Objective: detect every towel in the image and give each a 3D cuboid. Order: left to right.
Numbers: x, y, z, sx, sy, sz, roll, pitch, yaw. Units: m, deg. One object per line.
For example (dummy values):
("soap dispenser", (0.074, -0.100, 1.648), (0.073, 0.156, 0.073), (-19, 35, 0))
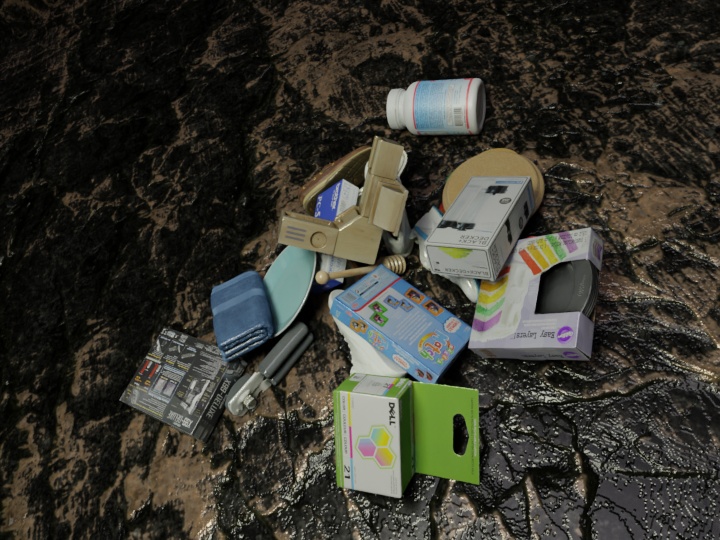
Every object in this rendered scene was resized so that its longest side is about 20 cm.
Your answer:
("towel", (-0.222, 0.079, 1.065), (0.109, 0.049, 0.201), (-25, 33, -3))

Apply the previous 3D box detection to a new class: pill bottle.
("pill bottle", (0.159, -0.343, 1.201), (0.195, 0.110, 0.111), (6, 59, 24))

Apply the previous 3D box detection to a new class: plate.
("plate", (-0.138, 0.037, 1.071), (0.199, 0.025, 0.204), (-35, 39, 35))

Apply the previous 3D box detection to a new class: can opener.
("can opener", (-0.166, 0.172, 1.011), (0.200, 0.053, 0.066), (-47, 52, -13))

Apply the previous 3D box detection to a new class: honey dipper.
("honey dipper", (0.000, 0.000, 0.995), (0.196, 0.039, 0.038), (-8, 38, -41))

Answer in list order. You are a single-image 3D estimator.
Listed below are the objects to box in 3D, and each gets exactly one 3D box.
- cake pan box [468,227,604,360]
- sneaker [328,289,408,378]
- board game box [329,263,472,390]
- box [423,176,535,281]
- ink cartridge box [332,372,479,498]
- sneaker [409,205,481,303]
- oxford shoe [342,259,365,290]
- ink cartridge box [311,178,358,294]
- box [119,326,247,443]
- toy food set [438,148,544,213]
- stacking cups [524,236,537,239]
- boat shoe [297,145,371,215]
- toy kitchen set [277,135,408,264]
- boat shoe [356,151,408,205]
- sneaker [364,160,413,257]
("cake pan box", (0.268, 0.040, 0.867), (0.197, 0.052, 0.189), (-8, 61, 50))
("sneaker", (-0.006, 0.134, 0.930), (0.072, 0.118, 0.201), (-6, 42, -37))
("board game box", (0.070, 0.081, 0.907), (0.198, 0.037, 0.150), (34, 36, 18))
("box", (0.198, -0.075, 0.926), (0.114, 0.061, 0.201), (7, 44, 36))
("ink cartridge box", (0.065, 0.237, 0.810), (0.195, 0.075, 0.153), (2, 100, 24))
("sneaker", (0.158, -0.016, 1.008), (0.081, 0.076, 0.203), (-42, 53, 20))
("oxford shoe", (0.019, 0.051, 1.027), (0.069, 0.073, 0.202), (-9, 44, -23))
("ink cartridge box", (-0.059, -0.065, 1.096), (0.093, 0.044, 0.205), (-23, 50, 50))
("box", (-0.327, 0.206, 1.053), (0.195, 0.050, 0.160), (12, 63, 29))
("toy food set", (0.244, -0.145, 1.070), (0.196, 0.049, 0.201), (-35, 52, -4))
("stacking cups", (0.297, 0.031, 0.919), (0.059, 0.061, 0.204), (-16, 52, 10))
("boat shoe", (-0.052, -0.204, 1.213), (0.199, 0.072, 0.068), (-39, 54, -4))
("toy kitchen set", (-0.029, -0.120, 0.928), (0.175, 0.205, 0.164), (11, 17, -12))
("boat shoe", (0.033, -0.151, 1.155), (0.071, 0.068, 0.202), (34, 87, 11))
("sneaker", (0.054, -0.129, 1.074), (0.069, 0.080, 0.205), (-19, 74, 6))
